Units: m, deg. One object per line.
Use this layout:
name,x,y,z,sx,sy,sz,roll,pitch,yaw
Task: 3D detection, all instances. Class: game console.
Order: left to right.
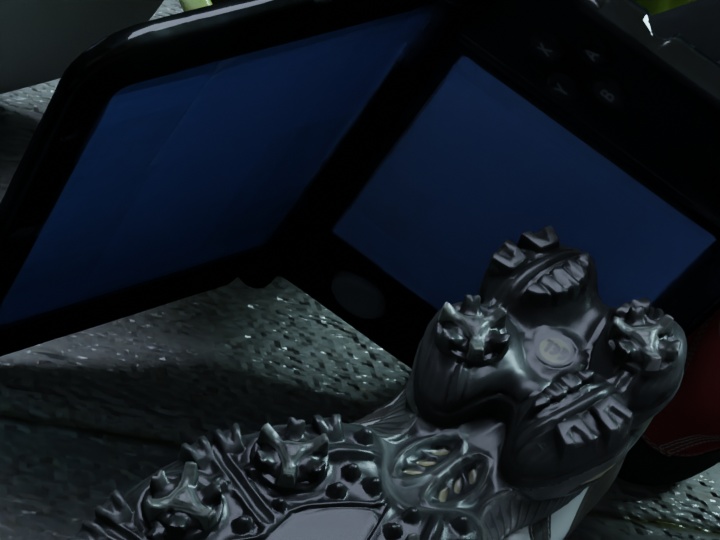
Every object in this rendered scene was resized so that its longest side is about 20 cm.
game console,0.000,0.000,0.725,0.176,0.200,0.117,36,59,-2

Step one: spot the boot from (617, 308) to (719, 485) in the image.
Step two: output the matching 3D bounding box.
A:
boot,0.159,-0.009,0.825,0.200,0.144,0.073,-36,89,-25

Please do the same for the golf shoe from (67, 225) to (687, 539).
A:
golf shoe,0.000,0.074,0.653,0.200,0.095,0.078,-29,64,-31

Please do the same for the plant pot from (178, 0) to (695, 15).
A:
plant pot,0.015,-0.096,0.919,0.199,0.201,0.190,12,-16,-9

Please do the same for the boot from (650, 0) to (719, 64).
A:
boot,0.140,-0.097,0.793,0.164,0.066,0.200,2,46,45

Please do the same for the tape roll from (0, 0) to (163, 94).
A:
tape roll,-0.172,-0.155,0.944,0.202,0.203,0.139,22,20,20
